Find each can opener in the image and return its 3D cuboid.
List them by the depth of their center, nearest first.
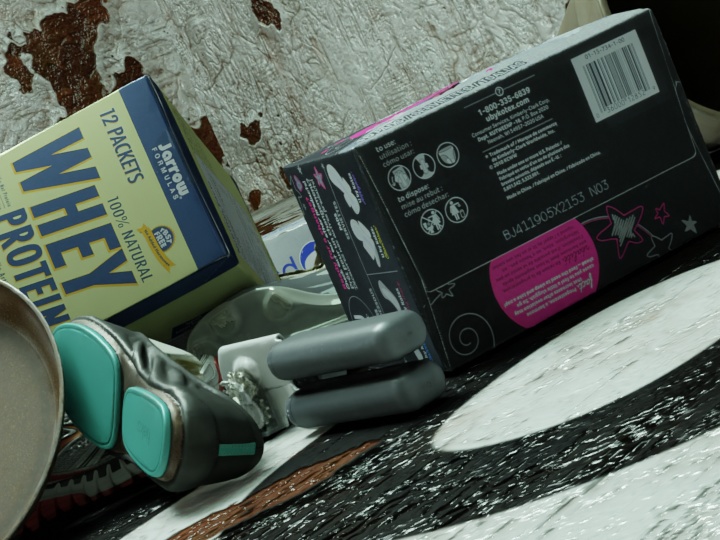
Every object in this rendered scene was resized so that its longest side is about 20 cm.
[{"bbox_3d":[-0.017,0.051,0.926,0.066,0.053,0.200,-27,6,-29],"label":"can opener"}]

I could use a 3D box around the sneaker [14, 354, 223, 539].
[{"bbox_3d":[-0.172,0.096,1.036,0.198,0.083,0.078,-25,5,-4],"label":"sneaker"}]

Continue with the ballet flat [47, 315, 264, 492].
[{"bbox_3d":[-0.110,0.075,0.951,0.068,0.069,0.200,3,13,-29],"label":"ballet flat"}]

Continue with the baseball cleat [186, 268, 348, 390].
[{"bbox_3d":[-0.008,0.029,1.104,0.198,0.070,0.106,-15,-1,7],"label":"baseball cleat"}]

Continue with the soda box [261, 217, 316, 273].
[{"bbox_3d":[-0.062,-0.005,1.581,0.199,0.069,0.063,-24,6,19],"label":"soda box"}]

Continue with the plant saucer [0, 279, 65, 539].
[{"bbox_3d":[-0.247,0.098,1.002,0.199,0.202,0.032,-23,-33,15],"label":"plant saucer"}]

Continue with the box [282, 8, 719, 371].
[{"bbox_3d":[0.080,-0.044,0.977,0.199,0.133,0.115,-27,7,-22],"label":"box"}]

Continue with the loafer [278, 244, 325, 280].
[{"bbox_3d":[0.000,0.000,1.259,0.199,0.068,0.076,-26,6,-9],"label":"loafer"}]

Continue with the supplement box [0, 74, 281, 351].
[{"bbox_3d":[-0.168,0.008,1.151,0.199,0.135,0.200,-28,-21,2],"label":"supplement box"}]

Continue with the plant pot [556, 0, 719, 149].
[{"bbox_3d":[0.222,-0.161,1.302,0.199,0.201,0.174,-28,-9,-29],"label":"plant pot"}]
